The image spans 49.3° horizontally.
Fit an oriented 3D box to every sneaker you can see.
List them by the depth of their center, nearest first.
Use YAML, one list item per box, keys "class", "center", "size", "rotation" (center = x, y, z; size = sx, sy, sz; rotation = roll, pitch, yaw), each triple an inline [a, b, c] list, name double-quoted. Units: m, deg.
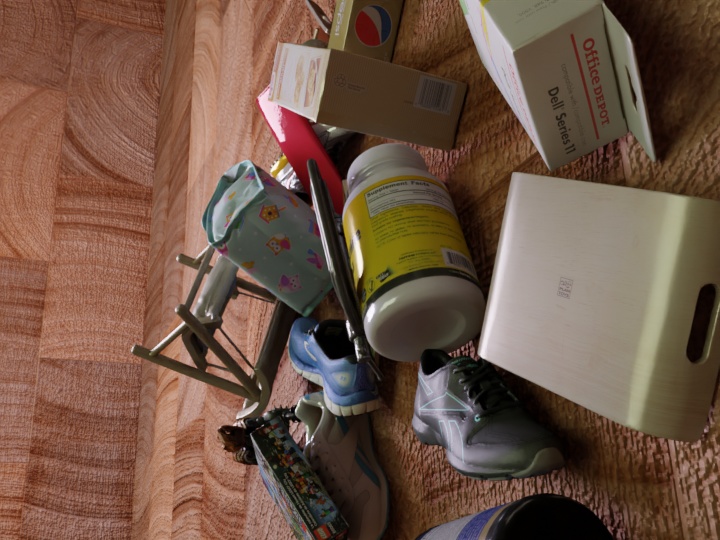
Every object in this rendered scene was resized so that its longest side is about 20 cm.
- class: "sneaker"
  center: [0.092, 0.114, 0.636]
  size: [0.200, 0.075, 0.080]
  rotation: [-174, 79, -67]
- class: "sneaker"
  center: [-0.023, 0.225, 0.886]
  size: [0.201, 0.080, 0.077]
  rotation: [-109, 35, -43]
- class: "sneaker"
  center: [-0.031, 0.091, 0.933]
  size: [0.200, 0.078, 0.090]
  rotation: [-146, 53, -59]
- class: "sneaker"
  center: [-0.052, -0.152, 1.095]
  size: [0.200, 0.077, 0.083]
  rotation: [-40, 74, 53]

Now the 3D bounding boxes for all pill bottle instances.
- class: "pill bottle"
  center: [0.091, 0.235, 0.570]
  size: [0.200, 0.111, 0.113]
  rotation: [133, 138, -55]
- class: "pill bottle"
  center: [0.043, -0.024, 0.755]
  size: [0.113, 0.112, 0.201]
  rotation: [120, 148, -43]

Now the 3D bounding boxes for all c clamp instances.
- class: "c clamp"
  center: [-0.021, -0.004, 0.780]
  size: [0.171, 0.027, 0.201]
  rotation: [65, -170, -65]

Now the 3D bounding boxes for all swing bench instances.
- class: "swing bench"
  center: [-0.179, 0.069, 1.110]
  size: [0.130, 0.200, 0.200]
  rotation: [-37, 27, 35]

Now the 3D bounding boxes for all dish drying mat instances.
- class: "dish drying mat"
  center: [-0.071, -0.154, 1.041]
  size: [0.077, 0.018, 0.201]
  rotation: [-26, 96, 52]

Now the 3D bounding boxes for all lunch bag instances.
- class: "lunch bag"
  center: [-0.119, -0.052, 1.061]
  size: [0.122, 0.170, 0.200]
  rotation: [-48, 26, 6]

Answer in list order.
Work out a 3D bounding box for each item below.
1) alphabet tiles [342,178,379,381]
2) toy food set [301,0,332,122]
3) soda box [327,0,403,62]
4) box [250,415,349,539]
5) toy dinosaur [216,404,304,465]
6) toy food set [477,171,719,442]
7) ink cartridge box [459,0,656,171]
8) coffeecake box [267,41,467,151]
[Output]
- class: "alphabet tiles"
  center: [0.000, 0.000, 0.905]
  size: [0.168, 0.007, 0.201]
  rotation: [87, 173, -51]
- class: "toy food set"
  center: [-0.085, -0.288, 1.183]
  size: [0.144, 0.060, 0.201]
  rotation: [-115, 39, -51]
- class: "soda box"
  center: [0.012, -0.340, 0.975]
  size: [0.064, 0.067, 0.202]
  rotation: [-137, 56, -63]
- class: "box"
  center: [-0.067, 0.259, 0.879]
  size: [0.137, 0.038, 0.200]
  rotation: [54, 161, 23]
- class: "toy dinosaur"
  center: [-0.133, 0.236, 1.063]
  size: [0.200, 0.135, 0.103]
  rotation: [-10, -89, -71]
- class: "toy food set"
  center: [0.164, 0.014, 0.545]
  size: [0.200, 0.060, 0.145]
  rotation: [21, 103, 58]
- class: "ink cartridge box"
  center: [0.132, -0.158, 0.567]
  size: [0.117, 0.067, 0.201]
  rotation: [56, -168, -44]
- class: "coffeecake box"
  center: [-0.001, -0.194, 0.856]
  size: [0.200, 0.152, 0.074]
  rotation: [-140, 60, -63]
